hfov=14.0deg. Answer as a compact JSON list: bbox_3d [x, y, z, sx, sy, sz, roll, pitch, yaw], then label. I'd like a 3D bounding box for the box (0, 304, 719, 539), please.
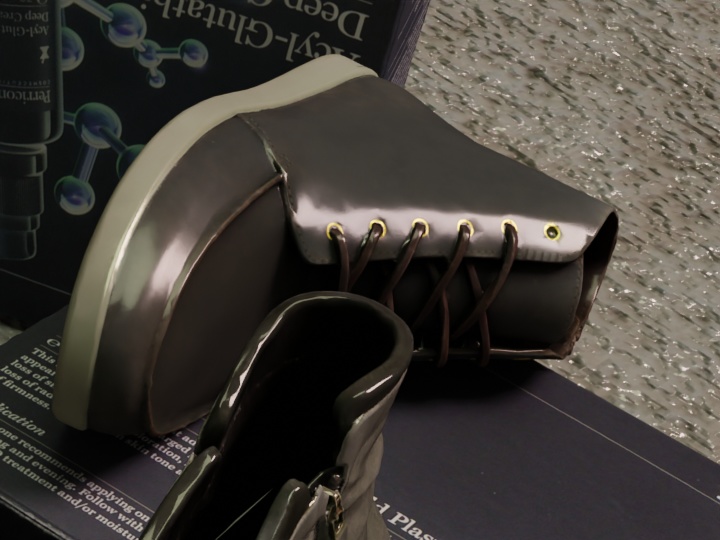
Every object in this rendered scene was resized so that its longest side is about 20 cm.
[{"bbox_3d":[-0.014,0.093,0.823,0.200,0.104,0.182,30,34,20],"label":"box"}]

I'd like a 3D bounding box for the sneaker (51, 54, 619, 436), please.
[{"bbox_3d":[0.000,0.000,0.801,0.106,0.075,0.200,23,30,15],"label":"sneaker"}]

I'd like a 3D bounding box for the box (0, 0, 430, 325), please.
[{"bbox_3d":[-0.059,-0.080,0.980,0.148,0.201,0.107,19,32,4],"label":"box"}]

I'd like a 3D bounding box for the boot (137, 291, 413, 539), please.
[{"bbox_3d":[-0.044,0.107,0.631,0.067,0.131,0.200,17,58,13],"label":"boot"}]
